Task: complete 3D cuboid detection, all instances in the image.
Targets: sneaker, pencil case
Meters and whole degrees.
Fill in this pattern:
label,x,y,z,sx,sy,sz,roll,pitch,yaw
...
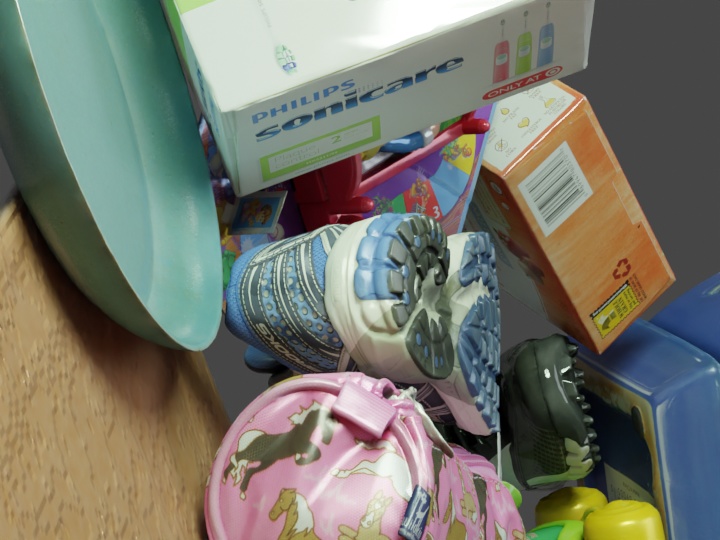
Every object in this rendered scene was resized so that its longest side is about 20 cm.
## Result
label,x,y,z,sx,sy,sz,roll,pitch,yaw
sneaker,0.002,0.018,1.052,0.200,0.085,0.077,41,49,-70
pencil case,0.006,0.093,1.030,0.200,0.086,0.083,45,35,-72
sneaker,0.063,0.079,1.340,0.200,0.090,0.067,99,-21,-78

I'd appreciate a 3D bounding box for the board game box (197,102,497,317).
label,x,y,z,sx,sy,sz,roll,pitch,yaw
board game box,0.009,-0.056,1.106,0.158,0.039,0.200,30,70,-43

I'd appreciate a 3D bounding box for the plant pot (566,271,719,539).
label,x,y,z,sx,sy,sz,roll,pitch,yaw
plant pot,0.210,0.101,1.367,0.200,0.180,0.200,-146,-133,-73

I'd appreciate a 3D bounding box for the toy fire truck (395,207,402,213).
label,x,y,z,sx,sy,sz,roll,pitch,yaw
toy fire truck,-0.024,-0.115,1.202,0.176,0.129,0.200,-21,113,-75

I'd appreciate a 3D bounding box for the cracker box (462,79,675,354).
label,x,y,z,sx,sy,sz,roll,pitch,yaw
cracker box,0.045,-0.059,1.300,0.200,0.058,0.134,37,-15,44

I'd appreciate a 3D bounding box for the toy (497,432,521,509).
label,x,y,z,sx,sy,sz,roll,pitch,yaw
toy,0.038,0.177,1.149,0.115,0.047,0.200,87,9,-54

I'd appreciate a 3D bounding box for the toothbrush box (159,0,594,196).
label,x,y,z,sx,sy,sz,roll,pitch,yaw
toothbrush box,-0.017,-0.151,1.036,0.086,0.146,0.200,84,-16,-69

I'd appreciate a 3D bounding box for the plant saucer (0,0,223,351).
label,x,y,z,sx,sy,sz,roll,pitch,yaw
plant saucer,-0.093,-0.065,0.929,0.200,0.027,0.200,-17,90,-81

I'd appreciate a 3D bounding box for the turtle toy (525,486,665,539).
label,x,y,z,sx,sy,sz,roll,pitch,yaw
turtle toy,0.097,0.183,1.289,0.200,0.101,0.146,-179,-102,-77
